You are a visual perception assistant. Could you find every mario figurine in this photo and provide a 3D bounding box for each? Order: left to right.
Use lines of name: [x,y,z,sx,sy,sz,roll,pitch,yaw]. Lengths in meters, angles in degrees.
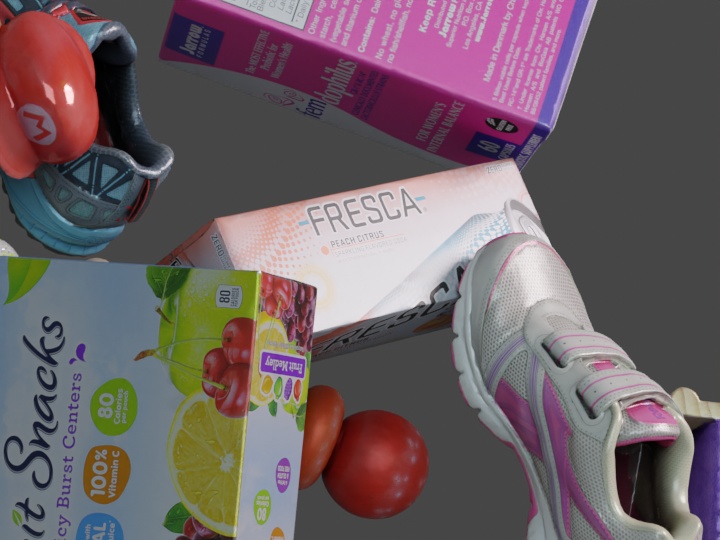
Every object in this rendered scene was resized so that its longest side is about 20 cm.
mario figurine: [-0.212,-0.074,1.357,0.200,0.123,0.106,5,85,37]

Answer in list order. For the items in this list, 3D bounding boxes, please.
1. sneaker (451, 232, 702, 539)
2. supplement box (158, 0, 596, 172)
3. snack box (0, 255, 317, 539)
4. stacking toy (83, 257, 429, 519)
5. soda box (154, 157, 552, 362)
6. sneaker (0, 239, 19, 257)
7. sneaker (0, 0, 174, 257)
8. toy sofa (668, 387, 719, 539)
sneaker: [0.113,0.069,1.368,0.081,0.088,0.200,-8,72,-43]
supplement box: [0.009,-0.132,1.464,0.200,0.101,0.104,21,72,-3]
snack box: [-0.115,0.097,1.301,0.168,0.068,0.200,4,85,25]
stacking toy: [-0.061,0.070,1.412,0.200,0.085,0.086,24,71,-10]
soda box: [0.000,0.000,1.403,0.200,0.064,0.069,-14,76,-40]
sneaker: [-0.229,0.075,1.387,0.105,0.076,0.200,9,72,11]
sneaker: [-0.149,-0.113,1.425,0.079,0.095,0.200,-21,82,-48]
toy sofa: [0.156,0.164,1.415,0.097,0.083,0.200,6,73,-10]
